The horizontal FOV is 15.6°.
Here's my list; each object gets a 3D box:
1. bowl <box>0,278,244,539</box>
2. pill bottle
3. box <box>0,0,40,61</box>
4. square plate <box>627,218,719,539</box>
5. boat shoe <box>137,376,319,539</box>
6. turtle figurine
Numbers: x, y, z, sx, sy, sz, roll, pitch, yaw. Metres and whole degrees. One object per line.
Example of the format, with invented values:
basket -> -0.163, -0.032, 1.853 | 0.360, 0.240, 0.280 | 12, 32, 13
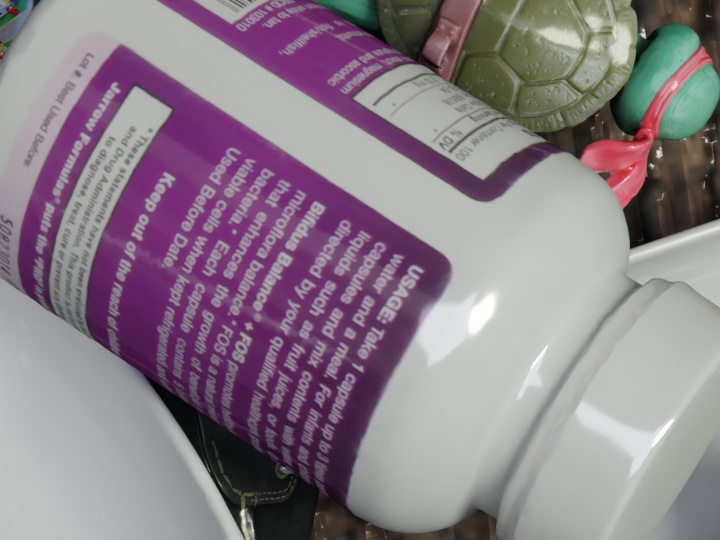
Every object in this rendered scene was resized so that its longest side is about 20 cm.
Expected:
bowl -> -0.139, 0.097, 0.729 | 0.200, 0.075, 0.200 | -27, 57, -16
pill bottle -> 0.000, 0.000, 0.705 | 0.200, 0.112, 0.112 | 33, 90, 16
box -> -0.138, -0.067, 0.781 | 0.110, 0.035, 0.200 | 23, 103, -24
square plate -> 0.169, 0.057, 0.782 | 0.199, 0.028, 0.199 | -21, 107, 2
boat shoe -> -0.035, 0.048, 0.796 | 0.067, 0.072, 0.201 | -13, 84, 3
turtle figurine -> 0.043, -0.083, 0.787 | 0.200, 0.101, 0.150 | 33, 90, 9
